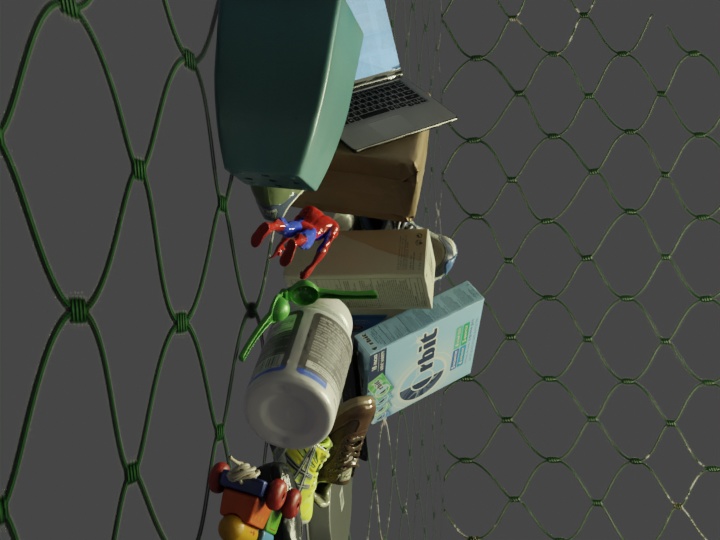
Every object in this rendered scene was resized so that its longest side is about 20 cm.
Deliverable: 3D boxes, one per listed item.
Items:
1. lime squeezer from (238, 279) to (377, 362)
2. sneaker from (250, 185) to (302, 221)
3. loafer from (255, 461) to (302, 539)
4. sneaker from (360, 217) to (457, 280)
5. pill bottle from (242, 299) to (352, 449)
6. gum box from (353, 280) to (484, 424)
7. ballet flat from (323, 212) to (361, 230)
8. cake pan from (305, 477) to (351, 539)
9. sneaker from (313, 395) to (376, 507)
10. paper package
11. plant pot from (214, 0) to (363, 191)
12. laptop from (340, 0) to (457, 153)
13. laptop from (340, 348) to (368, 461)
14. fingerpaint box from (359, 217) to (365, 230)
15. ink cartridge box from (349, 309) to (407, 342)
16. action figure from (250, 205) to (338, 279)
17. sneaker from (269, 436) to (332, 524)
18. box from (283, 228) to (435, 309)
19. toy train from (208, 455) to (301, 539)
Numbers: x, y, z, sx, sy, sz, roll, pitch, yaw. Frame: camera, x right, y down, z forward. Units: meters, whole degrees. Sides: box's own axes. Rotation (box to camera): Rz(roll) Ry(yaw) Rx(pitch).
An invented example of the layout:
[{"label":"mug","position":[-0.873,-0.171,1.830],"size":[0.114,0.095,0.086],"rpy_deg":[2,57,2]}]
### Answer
[{"label":"lime squeezer","position":[-0.080,0.051,1.382],"size":[0.071,0.199,0.038],"rpy_deg":[54,-29,22]},{"label":"sneaker","position":[-0.095,-0.139,1.424],"size":[0.201,0.067,0.090],"rpy_deg":[-67,156,-52]},{"label":"loafer","position":[-0.098,0.337,1.370],"size":[0.070,0.068,0.202],"rpy_deg":[25,61,-68]},{"label":"sneaker","position":[0.065,-0.044,1.706],"size":[0.085,0.200,0.077],"rpy_deg":[25,94,-40]},{"label":"pill bottle","position":[-0.071,0.119,1.402],"size":[0.200,0.113,0.115],"rpy_deg":[-73,160,-57]},{"label":"gum box","position":[0.079,0.123,1.612],"size":[0.045,0.199,0.171],"rpy_deg":[48,-30,34]},{"label":"ballet flat","position":[-0.038,-0.099,1.748],"size":[0.069,0.067,0.201],"rpy_deg":[61,18,-49]},{"label":"cake pan","position":[-0.047,0.357,1.737],"size":[0.200,0.036,0.202],"rpy_deg":[-1,90,-80]},{"label":"sneaker","position":[-0.022,0.247,1.524],"size":[0.076,0.070,0.200],"rpy_deg":[60,-42,26]},{"label":"paper package","position":[-0.001,-0.171,1.574],"size":[0.201,0.189,0.104],"rpy_deg":[-75,171,-51]},{"label":"plant pot","position":[-0.088,-0.199,1.274],"size":[0.141,0.140,0.202],"rpy_deg":[37,59,-77]},{"label":"laptop","position":[0.010,-0.277,1.522],"size":[0.186,0.200,0.117],"rpy_deg":[-22,138,-32]},{"label":"laptop","position":[-0.033,0.149,1.636],"size":[0.103,0.199,0.179],"rpy_deg":[-26,121,-37]},{"label":"fingerpaint box","position":[-0.008,-0.016,1.854],"size":[0.201,0.073,0.168],"rpy_deg":[73,19,-51]},{"label":"ink cartridge box","position":[0.024,0.079,1.712],"size":[0.200,0.145,0.085],"rpy_deg":[102,-14,-62]},{"label":"action figure","position":[-0.085,-0.026,1.387],"size":[0.099,0.065,0.200],"rpy_deg":[-59,171,20]},{"label":"sneaker","position":[-0.076,0.254,1.477],"size":[0.076,0.076,0.201],"rpy_deg":[-75,162,-61]},{"label":"box","position":[0.000,0.000,1.555],"size":[0.095,0.198,0.078],"rpy_deg":[75,18,-55]},{"label":"toy train","position":[-0.133,0.268,1.188],"size":[0.200,0.084,0.117],"rpy_deg":[62,43,-68]}]
